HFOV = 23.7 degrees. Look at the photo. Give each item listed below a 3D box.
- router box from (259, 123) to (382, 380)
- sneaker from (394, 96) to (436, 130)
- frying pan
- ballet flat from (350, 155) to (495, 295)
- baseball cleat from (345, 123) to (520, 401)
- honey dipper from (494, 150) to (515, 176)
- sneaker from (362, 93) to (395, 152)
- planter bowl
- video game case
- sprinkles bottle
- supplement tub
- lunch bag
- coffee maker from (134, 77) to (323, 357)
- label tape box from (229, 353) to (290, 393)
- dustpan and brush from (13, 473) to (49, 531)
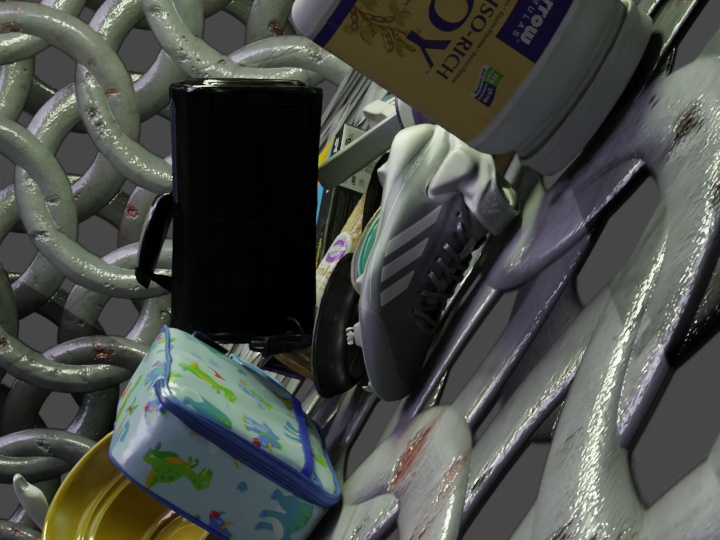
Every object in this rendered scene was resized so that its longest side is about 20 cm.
[{"bbox_3d":[-0.035,-0.015,1.616,0.149,0.051,0.202,133,150,-56],"label":"router box"},{"bbox_3d":[0.093,-0.179,1.268,0.087,0.076,0.201,-9,55,34],"label":"sneaker"},{"bbox_3d":[0.003,0.017,1.353,0.115,0.031,0.191,79,-152,-47],"label":"frying pan"},{"bbox_3d":[0.053,-0.045,1.333,0.201,0.070,0.071,-60,8,-26],"label":"ballet flat"},{"bbox_3d":[0.052,-0.011,1.164,0.106,0.070,0.202,-4,70,28],"label":"baseball cleat"},{"bbox_3d":[0.088,-0.048,1.229,0.201,0.038,0.038,-63,9,-13],"label":"honey dipper"},{"bbox_3d":[0.065,-0.140,1.619,0.084,0.075,0.200,-26,21,-6],"label":"sneaker"},{"bbox_3d":[-0.169,0.218,1.473,0.199,0.084,0.201,-21,38,18],"label":"planter bowl"},{"bbox_3d":[0.066,-0.146,1.423,0.199,0.024,0.182,-35,3,22],"label":"video game case"},{"bbox_3d":[0.000,0.000,1.455,0.201,0.068,0.068,-59,8,-8],"label":"sprinkles bottle"},{"bbox_3d":[0.072,-0.167,1.107,0.146,0.199,0.145,-56,7,11],"label":"supplement tub"},{"bbox_3d":[-0.095,0.124,1.230,0.083,0.160,0.200,-54,11,7],"label":"lunch bag"},{"bbox_3d":[-0.082,-0.051,1.351,0.191,0.134,0.202,12,104,50],"label":"coffee maker"},{"bbox_3d":[-0.149,0.185,1.679,0.201,0.066,0.143,-57,8,-3],"label":"label tape box"},{"bbox_3d":[-0.248,0.259,1.533,0.057,0.201,0.140,-12,27,18],"label":"dustpan and brush"}]
